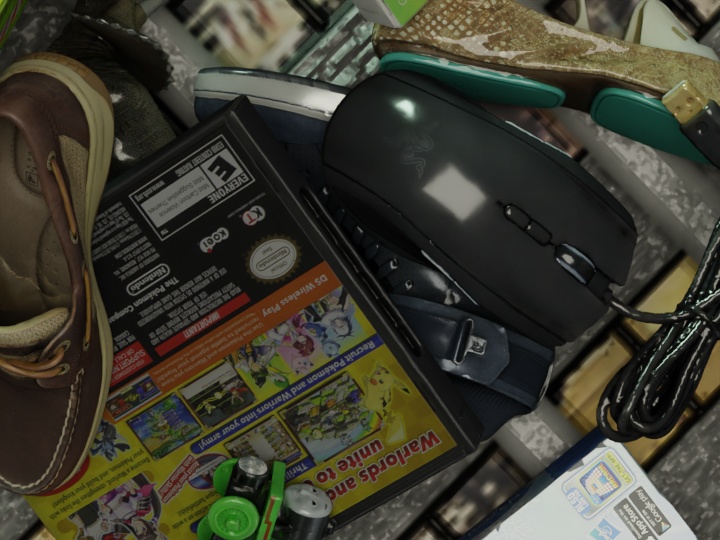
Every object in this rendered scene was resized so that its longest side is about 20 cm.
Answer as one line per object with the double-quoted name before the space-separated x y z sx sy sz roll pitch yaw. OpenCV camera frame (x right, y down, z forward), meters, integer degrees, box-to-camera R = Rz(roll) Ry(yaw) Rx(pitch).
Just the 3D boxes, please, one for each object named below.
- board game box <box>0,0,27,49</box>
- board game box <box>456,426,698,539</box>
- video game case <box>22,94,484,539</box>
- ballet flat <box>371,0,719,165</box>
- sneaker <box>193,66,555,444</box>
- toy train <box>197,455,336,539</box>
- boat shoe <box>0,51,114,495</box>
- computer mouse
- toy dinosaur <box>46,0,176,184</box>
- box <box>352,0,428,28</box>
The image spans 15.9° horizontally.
"board game box" -0.128 -0.174 1.035 0.047 0.102 0.201 29 79 -6
"board game box" 0.096 0.211 1.186 0.199 0.043 0.200 -38 94 -2
"video game case" -0.076 0.048 1.128 0.199 0.026 0.181 -31 102 24
"ballet flat" 0.106 -0.099 1.166 0.199 0.071 0.066 16 77 -7
"sneaker" 0.001 0.000 1.156 0.201 0.077 0.147 22 88 -5
"toy train" -0.059 0.169 1.142 0.056 0.042 0.201 15 118 -6
"boat shoe" -0.143 0.013 1.075 0.072 0.072 0.201 14 117 9
"computer mouse" 0.092 -0.035 1.099 0.200 0.046 0.141 40 84 -6
"toy dinosaur" -0.114 -0.040 1.149 0.102 0.077 0.201 -16 89 13
"box" 0.037 -0.226 1.122 0.200 0.036 0.145 -46 120 -15
